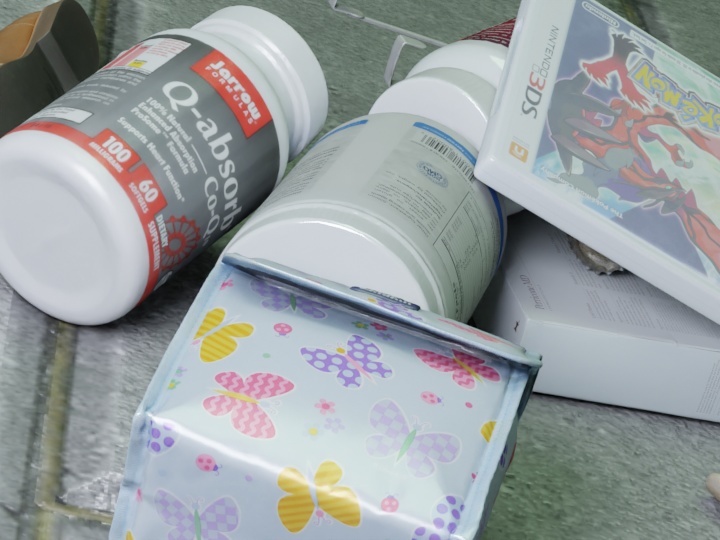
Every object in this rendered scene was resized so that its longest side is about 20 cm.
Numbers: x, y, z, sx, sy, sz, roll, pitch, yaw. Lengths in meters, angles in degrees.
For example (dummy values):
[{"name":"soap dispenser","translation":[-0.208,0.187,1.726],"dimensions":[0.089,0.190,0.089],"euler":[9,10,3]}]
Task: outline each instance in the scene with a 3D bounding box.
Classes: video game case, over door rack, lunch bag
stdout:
[{"name":"video game case","translation":[0.168,-0.068,1.606],"dimensions":[0.200,0.023,0.182],"euler":[31,43,-13]},{"name":"over door rack","translation":[0.068,-0.116,1.873],"dimensions":[0.200,0.067,0.148],"euler":[29,15,-29]},{"name":"lunch bag","translation":[-0.011,0.071,1.312],"dimensions":[0.169,0.127,0.200],"euler":[20,35,6]}]

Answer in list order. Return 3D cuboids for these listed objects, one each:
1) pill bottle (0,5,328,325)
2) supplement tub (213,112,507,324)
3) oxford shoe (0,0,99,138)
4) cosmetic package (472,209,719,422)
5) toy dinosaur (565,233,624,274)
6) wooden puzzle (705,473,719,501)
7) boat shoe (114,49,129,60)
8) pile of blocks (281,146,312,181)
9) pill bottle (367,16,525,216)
[{"name":"pill bottle","translation":[-0.111,-0.065,1.529],"dimensions":[0.116,0.116,0.200],"euler":[27,42,21]},{"name":"supplement tub","translation":[0.000,0.000,1.503],"dimensions":[0.132,0.132,0.200],"euler":[20,24,8]},{"name":"oxford shoe","translation":[-0.219,-0.098,1.679],"dimensions":[0.071,0.071,0.200],"euler":[-15,23,19]},{"name":"cosmetic package","translation":[0.141,0.016,1.667],"dimensions":[0.150,0.052,0.200],"euler":[12,23,-16]},{"name":"toy dinosaur","translation":[0.192,-0.027,1.665],"dimensions":[0.200,0.077,0.102],"euler":[18,49,-26]},{"name":"wooden puzzle","translation":[0.313,0.152,1.498],"dimensions":[0.200,0.037,0.185],"euler":[0,28,-35]},{"name":"boat shoe","translation":[-0.132,-0.076,1.660],"dimensions":[0.071,0.069,0.200],"euler":[10,25,-23]},{"name":"pile of blocks","translation":[-0.009,-0.062,1.725],"dimensions":[0.082,0.062,0.200],"euler":[17,23,-1]},{"name":"pill bottle","translation":[0.087,-0.092,1.675],"dimensions":[0.109,0.110,0.200],"euler":[26,26,21]}]
